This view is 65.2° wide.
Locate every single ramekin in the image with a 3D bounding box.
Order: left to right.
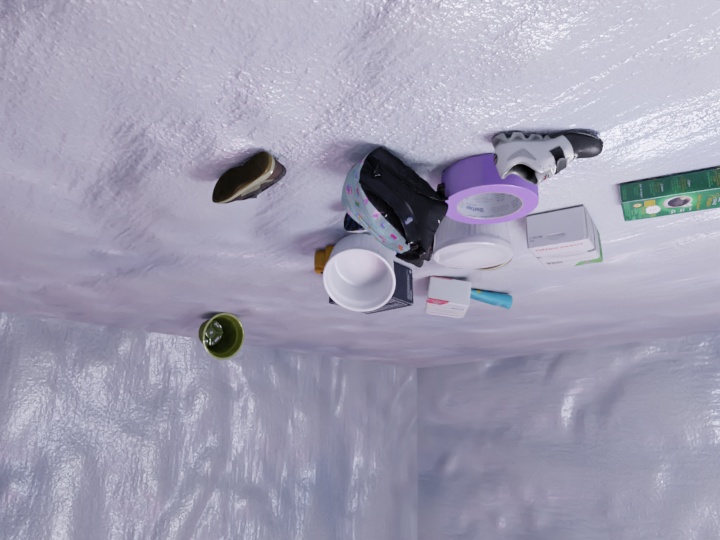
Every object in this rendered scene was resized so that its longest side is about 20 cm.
[{"bbox_3d":[0.000,0.000,1.508,0.193,0.099,0.206,3,126,5],"label":"ramekin"},{"bbox_3d":[0.272,-0.078,1.372,0.194,0.098,0.203,1,164,0],"label":"ramekin"}]

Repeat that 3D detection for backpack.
[{"bbox_3d":[0.058,-0.130,1.082,0.198,0.170,0.126,38,147,-15],"label":"backpack"}]

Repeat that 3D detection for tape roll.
[{"bbox_3d":[0.262,-0.161,1.151,0.192,0.068,0.201,2,164,0],"label":"tape roll"}]

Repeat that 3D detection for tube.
[{"bbox_3d":[0.451,0.096,2.028,0.193,0.052,0.078,12,159,-12],"label":"tube"}]

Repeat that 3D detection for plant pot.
[{"bbox_3d":[-0.653,0.293,2.567,0.195,0.208,0.188,12,172,-34],"label":"plant pot"}]

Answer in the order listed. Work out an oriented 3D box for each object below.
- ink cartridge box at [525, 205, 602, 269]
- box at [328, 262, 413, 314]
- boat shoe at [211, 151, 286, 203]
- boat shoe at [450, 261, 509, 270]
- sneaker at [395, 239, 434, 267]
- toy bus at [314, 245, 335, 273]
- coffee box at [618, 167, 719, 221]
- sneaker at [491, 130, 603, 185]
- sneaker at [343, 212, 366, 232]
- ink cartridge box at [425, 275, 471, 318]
[{"bbox_3d":[0.500,-0.075,1.379,0.142,0.088,0.198,-9,160,30],"label":"ink cartridge box"},{"bbox_3d":[0.034,0.046,1.753,0.196,0.128,0.196,-14,159,38],"label":"box"},{"bbox_3d":[-0.227,-0.174,1.139,0.197,0.074,0.065,-20,149,40],"label":"boat shoe"},{"bbox_3d":[0.311,-0.042,1.532,0.196,0.077,0.075,-8,156,29],"label":"boat shoe"},{"bbox_3d":[0.142,-0.059,1.494,0.087,0.079,0.201,11,160,-7],"label":"sneaker"},{"bbox_3d":[-0.038,-0.031,1.606,0.192,0.068,0.078,-1,163,8],"label":"toy bus"},{"bbox_3d":[0.649,-0.155,1.173,0.194,0.046,0.122,-8,162,29],"label":"coffee box"},{"bbox_3d":[0.334,-0.193,1.002,0.192,0.092,0.074,-2,162,5],"label":"sneaker"},{"bbox_3d":[0.042,-0.121,1.280,0.196,0.078,0.076,-11,155,40],"label":"sneaker"},{"bbox_3d":[0.298,0.094,1.937,0.140,0.086,0.201,8,164,6],"label":"ink cartridge box"}]
